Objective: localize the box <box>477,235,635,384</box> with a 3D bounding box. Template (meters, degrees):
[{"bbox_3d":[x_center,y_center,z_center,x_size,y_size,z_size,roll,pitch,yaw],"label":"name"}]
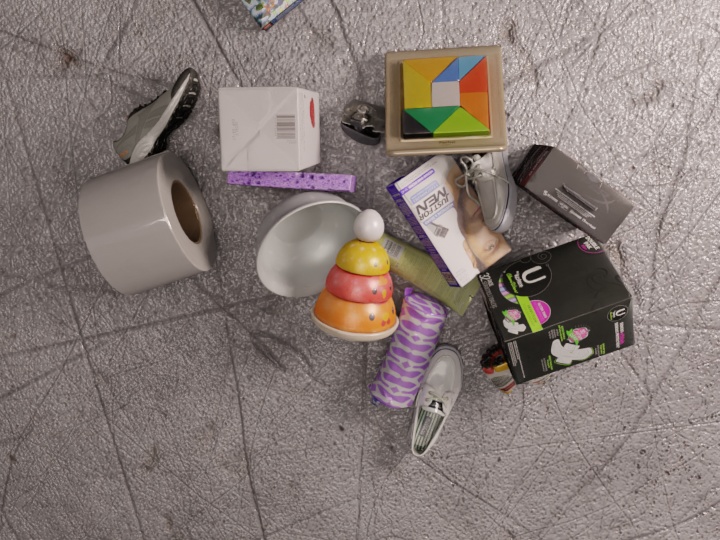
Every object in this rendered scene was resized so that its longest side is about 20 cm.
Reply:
[{"bbox_3d":[0.306,0.060,1.192,0.199,0.149,0.125,-19,136,5],"label":"box"}]

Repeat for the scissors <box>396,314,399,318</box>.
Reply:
[{"bbox_3d":[0.032,0.078,1.317,0.199,0.014,0.073,34,100,-3],"label":"scissors"}]

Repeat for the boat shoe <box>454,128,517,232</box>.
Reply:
[{"bbox_3d":[0.187,-0.159,1.176,0.086,0.075,0.203,7,74,-28],"label":"boat shoe"}]

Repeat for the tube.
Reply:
[{"bbox_3d":[0.105,0.000,1.278,0.199,0.052,0.058,27,144,-6],"label":"tube"}]

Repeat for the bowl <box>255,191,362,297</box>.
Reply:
[{"bbox_3d":[-0.090,-0.059,1.239,0.200,0.091,0.202,-18,139,-16],"label":"bowl"}]

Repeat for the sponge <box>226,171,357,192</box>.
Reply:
[{"bbox_3d":[-0.108,-0.148,1.231,0.199,0.112,0.030,5,97,4],"label":"sponge"}]

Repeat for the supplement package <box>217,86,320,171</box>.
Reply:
[{"bbox_3d":[-0.134,-0.220,1.173,0.119,0.200,0.122,0,102,6],"label":"supplement package"}]

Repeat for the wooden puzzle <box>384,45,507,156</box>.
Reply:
[{"bbox_3d":[0.129,-0.268,1.169,0.184,0.037,0.201,-2,67,6],"label":"wooden puzzle"}]

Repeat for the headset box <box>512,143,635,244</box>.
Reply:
[{"bbox_3d":[0.317,-0.120,1.151,0.148,0.200,0.075,35,101,-3],"label":"headset box"}]

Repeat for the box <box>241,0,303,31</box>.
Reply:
[{"bbox_3d":[-0.160,-0.505,1.198,0.137,0.040,0.200,-36,96,10],"label":"box"}]

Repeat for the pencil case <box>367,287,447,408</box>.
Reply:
[{"bbox_3d":[0.079,0.137,1.285,0.085,0.084,0.201,36,112,38],"label":"pencil case"}]

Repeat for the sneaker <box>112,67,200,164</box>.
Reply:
[{"bbox_3d":[-0.339,-0.256,1.252,0.079,0.074,0.200,41,103,1],"label":"sneaker"}]

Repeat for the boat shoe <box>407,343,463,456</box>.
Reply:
[{"bbox_3d":[0.132,0.230,1.310,0.073,0.067,0.201,12,103,2],"label":"boat shoe"}]

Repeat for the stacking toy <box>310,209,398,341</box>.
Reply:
[{"bbox_3d":[0.000,0.000,1.209,0.145,0.146,0.201,9,112,3],"label":"stacking toy"}]

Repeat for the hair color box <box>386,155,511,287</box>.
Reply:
[{"bbox_3d":[0.143,-0.085,1.231,0.109,0.065,0.200,-35,99,-9],"label":"hair color box"}]

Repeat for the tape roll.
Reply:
[{"bbox_3d":[-0.339,-0.074,1.223,0.138,0.203,0.204,-18,100,9],"label":"tape roll"}]

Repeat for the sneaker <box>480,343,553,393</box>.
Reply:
[{"bbox_3d":[0.307,0.143,1.281,0.199,0.078,0.082,-24,113,13],"label":"sneaker"}]

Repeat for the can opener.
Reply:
[{"bbox_3d":[0.062,-0.223,1.217,0.199,0.067,0.054,20,61,13],"label":"can opener"}]
